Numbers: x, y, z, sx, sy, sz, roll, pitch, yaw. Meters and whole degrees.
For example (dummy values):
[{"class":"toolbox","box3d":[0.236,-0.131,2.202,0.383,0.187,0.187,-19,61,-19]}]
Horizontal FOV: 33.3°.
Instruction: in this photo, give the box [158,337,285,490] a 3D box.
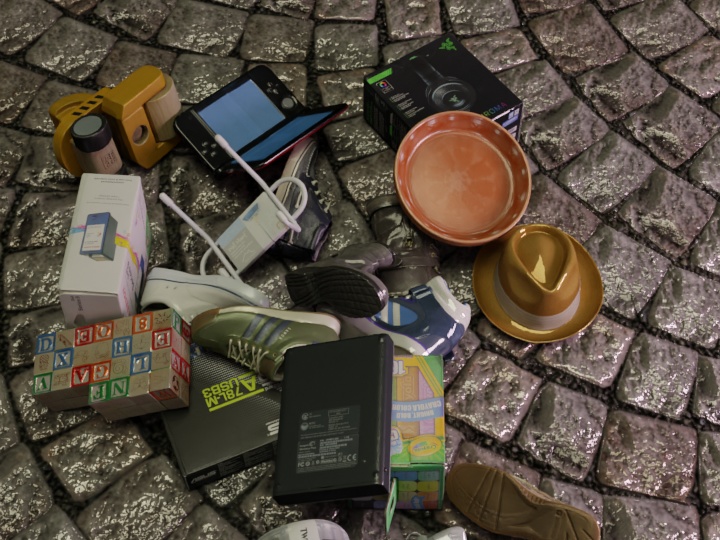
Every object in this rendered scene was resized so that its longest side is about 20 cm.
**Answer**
[{"class":"box","box3d":[-0.167,0.165,1.581,0.198,0.048,0.194,-19,53,-12]}]

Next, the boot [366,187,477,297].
[{"class":"boot","box3d":[0.100,-0.029,1.713,0.197,0.069,0.176,-9,60,-1]}]

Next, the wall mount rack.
[{"class":"wall mount rack","box3d":[-0.178,-0.080,1.681,0.200,0.074,0.174,-44,66,8]}]

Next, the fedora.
[{"class":"fedora","box3d":[0.248,0.001,1.669,0.198,0.082,0.203,-1,55,1]}]

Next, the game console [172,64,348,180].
[{"class":"game console","box3d":[-0.151,-0.232,1.800,0.199,0.119,0.173,-38,81,-31]}]

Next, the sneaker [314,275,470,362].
[{"class":"sneaker","box3d":[0.053,0.059,1.628,0.199,0.081,0.146,21,49,36]}]

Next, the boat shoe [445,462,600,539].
[{"class":"boat shoe","box3d":[0.199,0.298,1.482,0.198,0.063,0.074,24,84,19]}]

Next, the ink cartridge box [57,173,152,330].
[{"class":"ink cartridge box","box3d":[-0.345,-0.009,1.646,0.086,0.146,0.202,4,54,1]}]

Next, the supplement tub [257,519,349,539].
[{"class":"supplement tub","box3d":[-0.053,0.398,1.368,0.121,0.123,0.202,-11,54,-7]}]

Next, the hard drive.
[{"class":"hard drive","box3d":[-0.031,0.175,1.438,0.138,0.033,0.202,-10,54,18]}]

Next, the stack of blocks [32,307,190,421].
[{"class":"stack of blocks","box3d":[-0.323,0.130,1.564,0.197,0.059,0.116,-11,59,14]}]

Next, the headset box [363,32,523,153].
[{"class":"headset box","box3d":[0.120,-0.250,1.843,0.173,0.093,0.200,-29,59,-19]}]

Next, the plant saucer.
[{"class":"plant saucer","box3d":[0.142,-0.128,1.704,0.197,0.032,0.203,3,70,-9]}]

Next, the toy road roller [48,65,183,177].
[{"class":"toy road roller","box3d":[-0.377,-0.224,1.817,0.145,0.124,0.200,30,60,34]}]

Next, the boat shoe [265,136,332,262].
[{"class":"boat shoe","box3d":[-0.076,-0.100,1.759,0.092,0.075,0.202,17,65,7]}]

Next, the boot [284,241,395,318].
[{"class":"boot","box3d":[0.000,0.000,1.596,0.131,0.071,0.199,-28,24,-33]}]

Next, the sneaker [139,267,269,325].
[{"class":"sneaker","box3d":[-0.214,0.048,1.645,0.198,0.073,0.072,6,66,30]}]

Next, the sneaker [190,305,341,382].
[{"class":"sneaker","box3d":[-0.122,0.101,1.556,0.197,0.068,0.091,2,46,-5]}]

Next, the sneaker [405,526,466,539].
[{"class":"sneaker","box3d":[0.136,0.369,1.415,0.197,0.075,0.116,6,57,9]}]

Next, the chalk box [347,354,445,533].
[{"class":"chalk box","box3d":[0.045,0.220,1.493,0.122,0.125,0.202,0,56,1]}]
